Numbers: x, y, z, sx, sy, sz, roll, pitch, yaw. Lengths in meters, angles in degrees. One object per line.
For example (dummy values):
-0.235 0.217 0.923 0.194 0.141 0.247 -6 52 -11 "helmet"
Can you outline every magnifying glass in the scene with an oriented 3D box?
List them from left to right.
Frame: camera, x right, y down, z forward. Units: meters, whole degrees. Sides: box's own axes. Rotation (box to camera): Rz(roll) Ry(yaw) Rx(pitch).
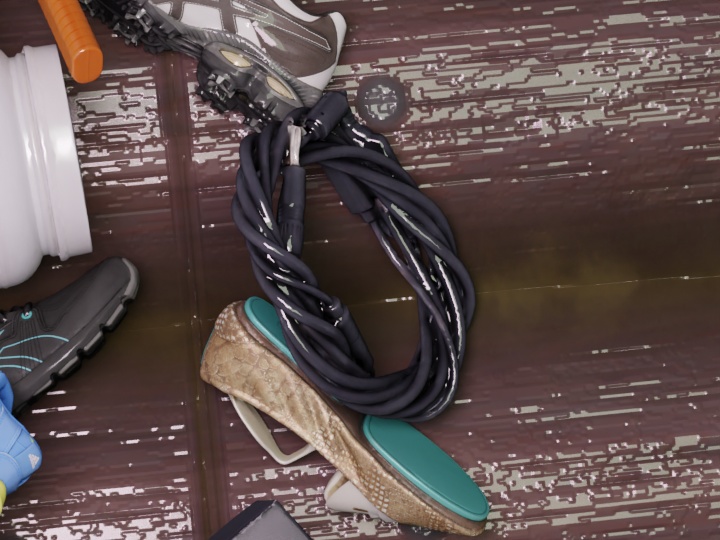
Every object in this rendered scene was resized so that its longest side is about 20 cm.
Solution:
-0.186 -0.179 1.720 0.022 0.080 0.200 -12 46 -19 "magnifying glass"

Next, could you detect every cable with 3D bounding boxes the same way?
0.000 0.000 1.732 0.051 0.163 0.201 -19 102 32 "cable"

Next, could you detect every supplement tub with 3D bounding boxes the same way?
-0.260 -0.053 1.708 0.199 0.144 0.145 -10 86 -5 "supplement tub"

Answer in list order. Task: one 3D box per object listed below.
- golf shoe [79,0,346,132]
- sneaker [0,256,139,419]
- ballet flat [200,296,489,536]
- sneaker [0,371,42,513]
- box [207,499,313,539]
-0.099 -0.168 1.774 0.200 0.078 0.095 37 76 -10 "golf shoe"
-0.215 0.052 1.739 0.200 0.075 0.079 -42 87 -7 "sneaker"
-0.014 0.100 1.766 0.200 0.071 0.065 42 110 2 "ballet flat"
-0.257 0.089 1.685 0.200 0.076 0.105 31 50 34 "sneaker"
-0.035 0.203 1.677 0.079 0.200 0.141 -43 91 -7 "box"
